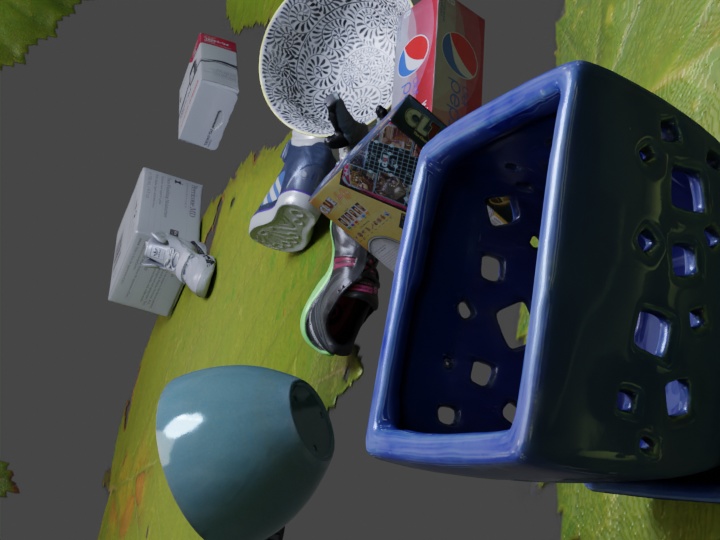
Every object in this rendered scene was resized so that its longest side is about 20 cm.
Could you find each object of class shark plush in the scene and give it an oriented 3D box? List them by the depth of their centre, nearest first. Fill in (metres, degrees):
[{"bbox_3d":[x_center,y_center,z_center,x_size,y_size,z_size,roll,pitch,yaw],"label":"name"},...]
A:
[{"bbox_3d":[0.007,-0.121,1.198,0.090,0.199,0.084,12,76,42],"label":"shark plush"}]

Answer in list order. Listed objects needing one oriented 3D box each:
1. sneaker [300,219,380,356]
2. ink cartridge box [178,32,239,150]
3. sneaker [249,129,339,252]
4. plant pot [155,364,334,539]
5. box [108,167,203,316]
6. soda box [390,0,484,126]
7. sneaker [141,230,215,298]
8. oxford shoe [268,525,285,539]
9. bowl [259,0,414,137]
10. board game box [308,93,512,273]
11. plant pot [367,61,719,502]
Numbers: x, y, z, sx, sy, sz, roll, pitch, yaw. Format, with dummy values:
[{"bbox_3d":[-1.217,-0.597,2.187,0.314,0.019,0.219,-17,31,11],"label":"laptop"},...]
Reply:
[{"bbox_3d":[0.000,0.000,1.311,0.084,0.076,0.203,34,112,53],"label":"sneaker"},{"bbox_3d":[-0.303,-0.357,2.449,0.201,0.082,0.146,-100,31,-53],"label":"ink cartridge box"},{"bbox_3d":[-0.079,-0.117,1.620,0.200,0.080,0.148,141,149,-66],"label":"sneaker"},{"bbox_3d":[-0.107,0.184,1.321,0.134,0.200,0.202,-25,41,19],"label":"plant pot"},{"bbox_3d":[-0.404,-0.056,2.434,0.200,0.129,0.201,-95,28,-47],"label":"box"},{"bbox_3d":[0.073,-0.166,1.184,0.063,0.070,0.202,-26,50,43],"label":"soda box"},{"bbox_3d":[-0.327,-0.013,2.197,0.200,0.113,0.076,-129,56,-68],"label":"sneaker"},{"bbox_3d":[-0.125,0.291,1.453,0.085,0.072,0.202,105,173,-57],"label":"oxford shoe"},{"bbox_3d":[-0.009,-0.235,1.409,0.198,0.094,0.204,-6,74,23],"label":"bowl"},{"bbox_3d":[0.045,-0.064,1.100,0.035,0.135,0.200,-54,9,-27],"label":"board game box"},{"bbox_3d":[0.131,0.025,0.679,0.200,0.178,0.203,158,125,-68],"label":"plant pot"}]
